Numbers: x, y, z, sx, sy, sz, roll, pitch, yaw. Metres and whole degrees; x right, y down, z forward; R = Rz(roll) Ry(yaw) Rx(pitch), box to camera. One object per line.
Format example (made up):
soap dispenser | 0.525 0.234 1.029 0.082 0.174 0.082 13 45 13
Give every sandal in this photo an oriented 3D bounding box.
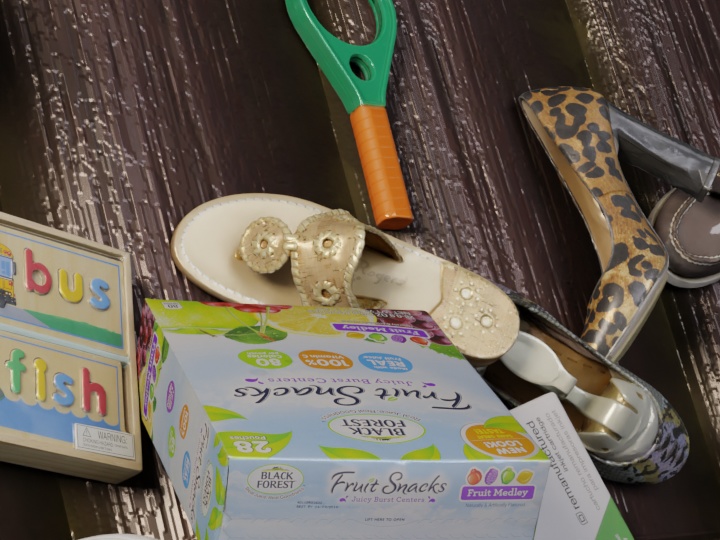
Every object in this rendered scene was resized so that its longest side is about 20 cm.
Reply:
sandal | 0.001 -0.005 1.280 0.211 0.070 0.078 19 65 -12

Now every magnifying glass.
magnifying glass | -0.001 -0.120 1.422 0.079 0.022 0.200 4 62 -38

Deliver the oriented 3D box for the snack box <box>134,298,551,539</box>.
snack box | -0.016 0.081 1.151 0.168 0.068 0.200 2 22 -19

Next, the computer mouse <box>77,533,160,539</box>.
computer mouse | -0.068 0.182 1.100 0.200 0.110 0.044 34 83 23

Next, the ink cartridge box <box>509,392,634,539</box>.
ink cartridge box | 0.057 0.173 1.250 0.200 0.084 0.145 -20 78 -43

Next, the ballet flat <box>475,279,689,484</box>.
ballet flat | 0.130 0.077 1.375 0.200 0.072 0.072 35 48 -16

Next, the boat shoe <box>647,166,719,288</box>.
boat shoe | 0.273 -0.047 1.570 0.200 0.059 0.072 -26 84 -45

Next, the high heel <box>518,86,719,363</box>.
high heel | 0.139 -0.028 1.470 0.142 0.071 0.200 26 62 5

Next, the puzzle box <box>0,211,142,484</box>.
puzzle box | -0.199 0.029 1.146 0.200 0.025 0.133 17 56 -42
